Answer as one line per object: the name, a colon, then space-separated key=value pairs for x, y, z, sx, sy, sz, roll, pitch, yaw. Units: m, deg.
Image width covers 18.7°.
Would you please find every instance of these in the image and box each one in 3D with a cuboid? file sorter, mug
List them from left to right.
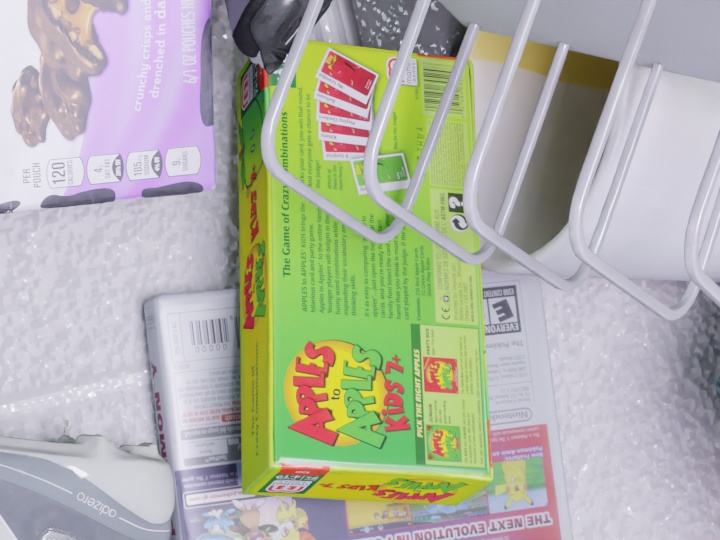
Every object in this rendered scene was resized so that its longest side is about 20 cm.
file sorter: x=0.084 y=-0.061 z=0.869 sx=0.139 sy=0.199 sz=0.125 roll=32 pitch=76 yaw=-59
mug: x=0.146 y=-0.076 z=1.035 sx=0.152 sy=0.150 sz=0.187 roll=12 pitch=114 yaw=-29

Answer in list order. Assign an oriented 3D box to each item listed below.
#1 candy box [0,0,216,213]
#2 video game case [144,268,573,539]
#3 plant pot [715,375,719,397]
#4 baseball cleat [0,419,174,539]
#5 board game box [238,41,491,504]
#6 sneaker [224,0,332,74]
candy box: x=-0.166 y=-0.110 z=0.921 sx=0.199 sy=0.072 sz=0.169 roll=-7 pitch=107 yaw=-22
video game case: x=0.004 y=0.094 z=1.024 sx=0.199 sy=0.023 sz=0.183 roll=-5 pitch=85 yaw=-24
plant pot: x=0.249 y=0.061 z=1.003 sx=0.134 sy=0.200 sz=0.201 roll=-36 pitch=98 yaw=-1
baseball cleat: x=-0.172 y=0.112 z=0.921 sx=0.199 sy=0.070 sz=0.107 roll=6 pitch=81 yaw=-21
board game box: x=0.000 y=0.000 z=0.985 sx=0.101 sy=0.048 sz=0.201 roll=5 pitch=69 yaw=-17
sneaker: x=-0.046 y=-0.155 z=0.960 sx=0.079 sy=0.201 sz=0.074 roll=30 pitch=117 yaw=-22
